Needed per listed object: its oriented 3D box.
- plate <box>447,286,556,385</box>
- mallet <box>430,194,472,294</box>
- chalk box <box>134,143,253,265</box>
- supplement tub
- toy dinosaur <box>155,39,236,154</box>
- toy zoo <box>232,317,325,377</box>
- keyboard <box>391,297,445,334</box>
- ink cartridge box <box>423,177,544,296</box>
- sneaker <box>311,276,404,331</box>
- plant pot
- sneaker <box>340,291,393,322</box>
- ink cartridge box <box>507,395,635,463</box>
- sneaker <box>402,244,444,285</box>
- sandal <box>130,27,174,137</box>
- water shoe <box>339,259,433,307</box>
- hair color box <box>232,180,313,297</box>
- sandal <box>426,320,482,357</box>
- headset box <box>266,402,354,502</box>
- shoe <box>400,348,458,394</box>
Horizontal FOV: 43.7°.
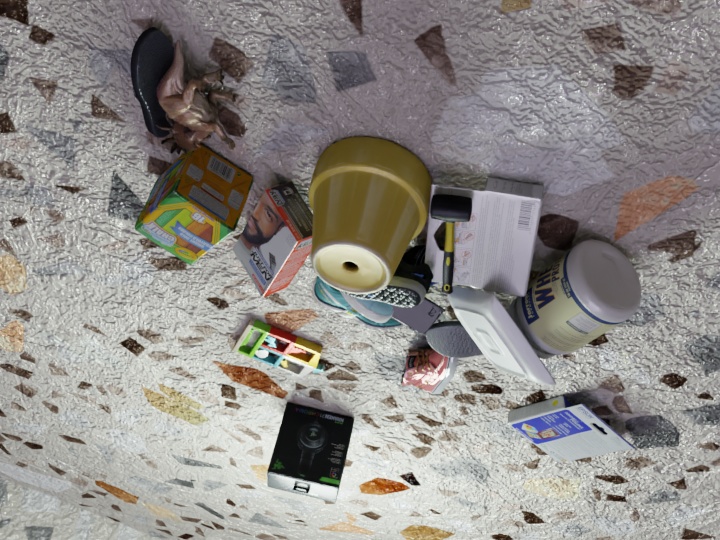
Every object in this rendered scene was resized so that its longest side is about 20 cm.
[{"bbox_3d":[0.236,0.118,1.573,0.200,0.032,0.200,53,169,-13],"label":"plate"},{"bbox_3d":[0.153,-0.039,1.443,0.065,0.041,0.201,0,132,13],"label":"mallet"},{"bbox_3d":[-0.298,-0.104,1.546,0.124,0.124,0.200,33,140,-22],"label":"chalk box"},{"bbox_3d":[0.354,0.054,1.507,0.144,0.146,0.200,26,142,-15],"label":"supplement tub"},{"bbox_3d":[-0.269,-0.248,1.375,0.135,0.086,0.200,-4,140,22],"label":"toy dinosaur"},{"bbox_3d":[-0.168,0.177,1.958,0.199,0.021,0.131,23,143,-11],"label":"toy zoo"},{"bbox_3d":[0.069,0.030,1.648,0.199,0.021,0.127,31,121,-13],"label":"keyboard"},{"bbox_3d":[0.198,-0.058,1.463,0.175,0.045,0.201,10,130,9],"label":"ink cartridge box"},{"bbox_3d":[0.005,0.056,1.697,0.199,0.078,0.080,18,135,-4],"label":"sneaker"},{"bbox_3d":[0.003,-0.075,1.425,0.199,0.190,0.201,10,144,7],"label":"plant pot"},{"bbox_3d":[0.000,0.000,1.572,0.200,0.074,0.082,51,133,-2],"label":"sneaker"},{"bbox_3d":[0.456,0.342,1.939,0.197,0.047,0.199,39,136,-27],"label":"ink cartridge box"},{"bbox_3d":[0.134,-0.017,1.565,0.199,0.078,0.070,-16,135,4],"label":"sneaker"},{"bbox_3d":[-0.321,-0.284,1.368,0.043,0.076,0.201,35,147,18],"label":"sandal"},{"bbox_3d":[0.027,0.006,1.517,0.199,0.079,0.072,18,141,22],"label":"water shoe"},{"bbox_3d":[-0.148,-0.051,1.570,0.111,0.064,0.200,57,143,15],"label":"hair color box"},{"bbox_3d":[0.225,0.124,1.715,0.199,0.043,0.077,-1,121,5],"label":"sandal"},{"bbox_3d":[-0.120,0.439,2.137,0.173,0.201,0.093,13,144,4],"label":"headset box"},{"bbox_3d":[0.139,0.191,1.825,0.090,0.072,0.200,11,149,-4],"label":"shoe"}]
